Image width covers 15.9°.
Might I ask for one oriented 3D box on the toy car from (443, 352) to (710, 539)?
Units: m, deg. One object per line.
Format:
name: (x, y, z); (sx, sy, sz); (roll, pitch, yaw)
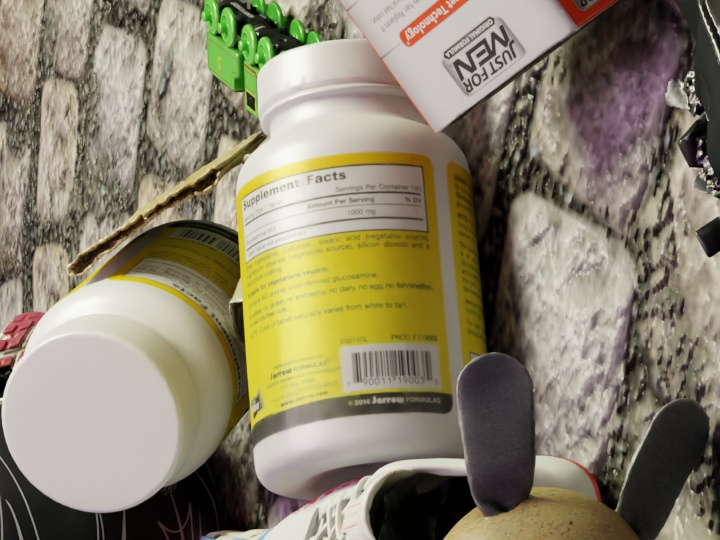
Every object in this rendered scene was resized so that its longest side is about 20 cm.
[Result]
toy car: (0.059, 0.134, 0.995); (0.158, 0.164, 0.201); (28, 104, 66)

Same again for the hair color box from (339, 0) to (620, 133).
hair color box: (0.018, -0.169, 1.081); (0.200, 0.061, 0.101); (55, 137, -1)

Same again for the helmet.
helmet: (-0.178, 0.149, 1.525); (0.200, 0.200, 0.191); (5, 114, 68)

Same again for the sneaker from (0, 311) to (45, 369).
sneaker: (-0.238, 0.129, 1.818); (0.075, 0.080, 0.201); (-172, 84, -70)

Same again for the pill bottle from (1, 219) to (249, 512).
pill bottle: (-0.112, 0.050, 1.358); (0.200, 0.114, 0.115); (-49, -29, -70)

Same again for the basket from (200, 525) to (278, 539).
basket: (-0.044, 0.227, 1.247); (0.176, 0.139, 0.201); (161, 120, -65)

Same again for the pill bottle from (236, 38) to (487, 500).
pill bottle: (0.000, 0.000, 1.200); (0.112, 0.112, 0.201); (141, 128, -62)

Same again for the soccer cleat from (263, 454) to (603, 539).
soccer cleat: (0.014, 0.113, 1.107); (0.200, 0.085, 0.069); (-15, 67, 41)

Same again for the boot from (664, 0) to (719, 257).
boot: (0.157, -0.104, 0.876); (0.198, 0.073, 0.163); (111, 155, -53)

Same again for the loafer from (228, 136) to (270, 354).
loafer: (-0.036, 0.009, 1.321); (0.076, 0.068, 0.200); (83, 171, -50)

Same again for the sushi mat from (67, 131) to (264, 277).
sushi mat: (-0.102, -0.038, 1.402); (0.012, 0.096, 0.200); (58, -171, -5)

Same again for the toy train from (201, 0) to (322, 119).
toy train: (-0.044, -0.108, 1.419); (0.200, 0.042, 0.057); (-137, 43, -61)
